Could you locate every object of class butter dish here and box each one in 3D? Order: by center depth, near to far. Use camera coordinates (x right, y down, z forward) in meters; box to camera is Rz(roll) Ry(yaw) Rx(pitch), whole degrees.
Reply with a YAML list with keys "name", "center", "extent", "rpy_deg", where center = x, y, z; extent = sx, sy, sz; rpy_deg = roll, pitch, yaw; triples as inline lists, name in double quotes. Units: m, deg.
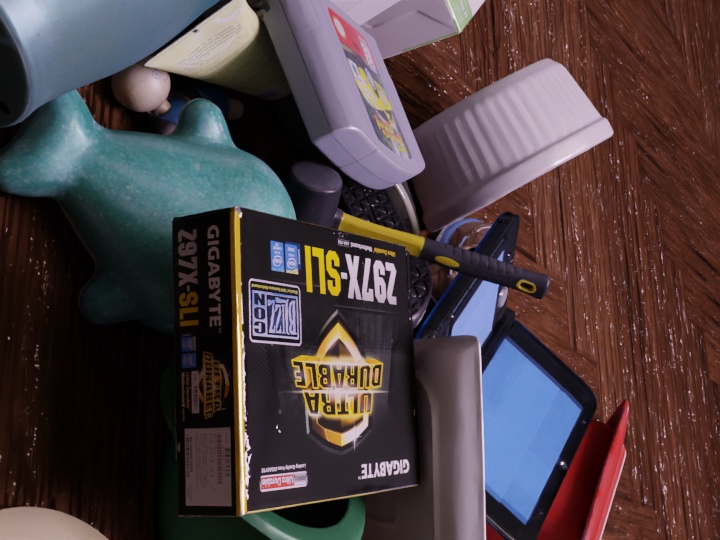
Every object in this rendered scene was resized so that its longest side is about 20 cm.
- name: "butter dish"
  center: [0.133, 0.206, 1.014]
  extent: [0.147, 0.200, 0.200]
  rpy_deg: [27, 44, 6]

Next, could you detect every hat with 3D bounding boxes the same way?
- name: "hat"
  center: [-0.110, 0.173, 0.740]
  extent: [0.165, 0.176, 0.200]
  rpy_deg: [37, 20, -16]

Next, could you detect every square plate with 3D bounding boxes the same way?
- name: "square plate"
  center: [0.022, 0.146, 0.797]
  extent: [0.028, 0.200, 0.199]
  rpy_deg: [1, 86, -28]

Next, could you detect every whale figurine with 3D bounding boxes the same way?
- name: "whale figurine"
  center: [-0.123, -0.037, 0.703]
  extent: [0.200, 0.104, 0.159]
  rpy_deg: [36, 76, -34]

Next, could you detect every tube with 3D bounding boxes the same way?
- name: "tube"
  center: [-0.087, -0.157, 0.809]
  extent: [0.200, 0.052, 0.058]
  rpy_deg: [-20, 126, -79]

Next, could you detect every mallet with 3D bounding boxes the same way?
- name: "mallet"
  center: [0.038, -0.026, 0.785]
  extent: [0.041, 0.199, 0.066]
  rpy_deg: [-79, -179, -56]

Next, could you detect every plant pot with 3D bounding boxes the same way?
- name: "plant pot"
  center: [-0.175, -0.185, 0.619]
  extent: [0.200, 0.200, 0.188]
  rpy_deg: [56, 51, -30]

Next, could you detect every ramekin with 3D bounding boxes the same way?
- name: "ramekin"
  center: [0.131, -0.123, 1.087]
  extent: [0.094, 0.202, 0.202]
  rpy_deg: [61, 32, -1]

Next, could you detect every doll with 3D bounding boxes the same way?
- name: "doll"
  center: [-0.105, -0.076, 0.815]
  extent: [0.200, 0.048, 0.137]
  rpy_deg: [47, 43, -31]

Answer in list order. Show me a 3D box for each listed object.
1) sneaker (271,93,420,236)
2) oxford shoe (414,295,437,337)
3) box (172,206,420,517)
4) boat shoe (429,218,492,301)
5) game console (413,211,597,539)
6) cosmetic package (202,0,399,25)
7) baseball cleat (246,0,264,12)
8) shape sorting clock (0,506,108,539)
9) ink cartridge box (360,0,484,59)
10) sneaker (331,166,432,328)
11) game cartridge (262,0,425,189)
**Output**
- name: "sneaker"
  center: [0.007, -0.108, 0.984]
  extent: [0.200, 0.075, 0.106]
  rpy_deg: [61, 34, -23]
- name: "oxford shoe"
  center: [0.053, 0.063, 0.975]
  extent: [0.071, 0.074, 0.200]
  rpy_deg: [-49, 122, -6]
- name: "box"
  center: [-0.031, 0.055, 0.671]
  extent: [0.200, 0.049, 0.160]
  rpy_deg: [11, 73, -60]
- name: "boat shoe"
  center: [0.104, 0.002, 1.094]
  extent: [0.200, 0.072, 0.073]
  rpy_deg: [-39, 122, -54]
- name: "game console"
  center: [0.123, 0.081, 0.900]
  extent: [0.200, 0.118, 0.171]
  rpy_deg: [-51, 153, -48]
- name: "cosmetic package"
  center: [-0.052, -0.250, 0.921]
  extent: [0.200, 0.074, 0.102]
  rpy_deg: [-19, 86, -56]
- name: "baseball cleat"
  center: [-0.109, -0.231, 0.774]
  extent: [0.199, 0.070, 0.107]
  rpy_deg: [-5, 81, -19]
- name: "shape sorting clock"
  center: [-0.170, 0.225, 0.601]
  extent: [0.200, 0.039, 0.201]
  rpy_deg: [35, 46, -47]
- name: "ink cartridge box"
  center: [0.065, -0.278, 1.101]
  extent: [0.067, 0.117, 0.200]
  rpy_deg: [63, 34, -22]
- name: "sneaker"
  center: [0.000, 0.000, 0.880]
  extent: [0.071, 0.083, 0.200]
  rpy_deg: [16, 32, -20]
- name: "game cartridge"
  center: [-0.005, -0.127, 0.838]
  extent: [0.200, 0.041, 0.134]
  rpy_deg: [7, 65, -73]
